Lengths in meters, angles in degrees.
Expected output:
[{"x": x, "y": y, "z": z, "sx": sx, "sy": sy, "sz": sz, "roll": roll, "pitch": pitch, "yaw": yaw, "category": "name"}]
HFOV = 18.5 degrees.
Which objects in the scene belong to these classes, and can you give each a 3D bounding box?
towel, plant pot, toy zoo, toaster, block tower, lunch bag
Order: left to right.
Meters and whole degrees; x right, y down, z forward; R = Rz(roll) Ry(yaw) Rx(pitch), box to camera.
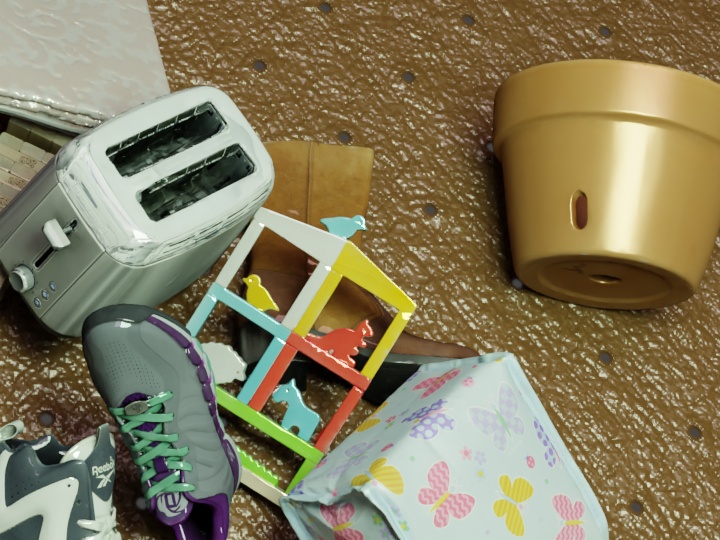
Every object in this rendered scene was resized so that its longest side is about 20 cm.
[{"x": -0.256, "y": -0.031, "z": 1.549, "sx": 0.054, "sy": 0.058, "sz": 0.200, "roll": 25, "pitch": 56, "yaw": -4, "category": "block tower"}, {"x": -0.237, "y": -0.170, "z": 1.608, "sx": 0.200, "sy": 0.032, "sz": 0.191, "roll": 14, "pitch": 38, "yaw": -30, "category": "towel"}, {"x": -0.145, "y": -0.045, "z": 1.501, "sx": 0.200, "sy": 0.129, "sz": 0.114, "roll": -28, "pitch": 81, "yaw": -38, "category": "toaster"}, {"x": -0.051, "y": 0.048, "z": 1.531, "sx": 0.131, "sy": 0.020, "sz": 0.200, "roll": 32, "pitch": 89, "yaw": 1, "category": "toy zoo"}, {"x": 0.067, "y": 0.185, "z": 1.493, "sx": 0.170, "sy": 0.127, "sz": 0.200, "roll": -42, "pitch": 106, "yaw": -35, "category": "lunch bag"}, {"x": 0.191, "y": -0.056, "z": 1.662, "sx": 0.199, "sy": 0.200, "sz": 0.140, "roll": 12, "pitch": 73, "yaw": -13, "category": "plant pot"}]

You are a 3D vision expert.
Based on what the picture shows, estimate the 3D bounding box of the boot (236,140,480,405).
[{"x": 0.000, "y": 0.000, "z": 1.628, "sx": 0.188, "sy": 0.069, "sz": 0.201, "roll": 3, "pitch": 56, "yaw": -4, "category": "boot"}]

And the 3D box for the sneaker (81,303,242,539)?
[{"x": -0.123, "y": 0.109, "z": 1.428, "sx": 0.074, "sy": 0.200, "sz": 0.088, "roll": -16, "pitch": 44, "yaw": 12, "category": "sneaker"}]

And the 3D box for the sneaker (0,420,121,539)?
[{"x": -0.169, "y": 0.169, "z": 1.410, "sx": 0.199, "sy": 0.079, "sz": 0.130, "roll": 31, "pitch": 99, "yaw": 9, "category": "sneaker"}]
